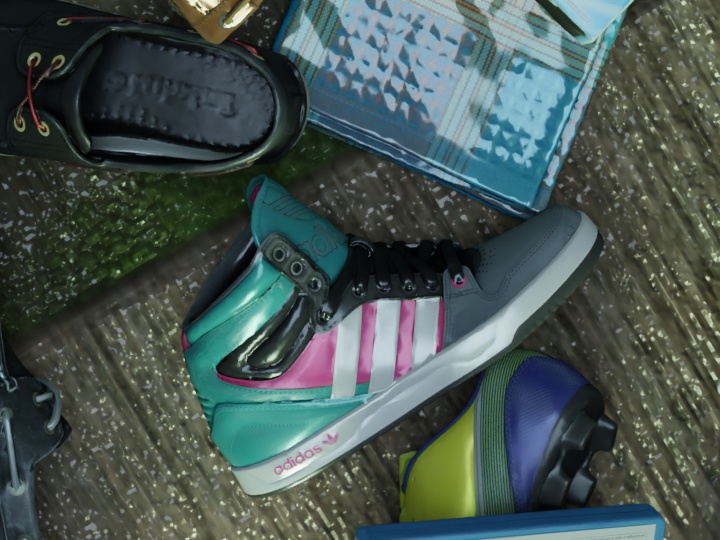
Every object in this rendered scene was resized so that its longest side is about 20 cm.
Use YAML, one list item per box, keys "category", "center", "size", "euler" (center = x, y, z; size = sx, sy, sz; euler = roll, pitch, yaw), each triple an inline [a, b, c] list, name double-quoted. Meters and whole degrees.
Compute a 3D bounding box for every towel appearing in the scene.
- category: "towel"
  center: [0.054, -0.140, 1.133]
  size: [0.146, 0.022, 0.200]
  euler: [23, 91, -5]

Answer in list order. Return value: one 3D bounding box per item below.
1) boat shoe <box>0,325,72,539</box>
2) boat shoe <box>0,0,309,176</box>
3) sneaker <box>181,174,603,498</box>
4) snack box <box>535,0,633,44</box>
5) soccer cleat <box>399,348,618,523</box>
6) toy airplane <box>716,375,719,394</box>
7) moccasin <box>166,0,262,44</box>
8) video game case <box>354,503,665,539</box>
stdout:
- category: "boat shoe"
  center: [-0.167, 0.071, 1.112]
  size: [0.071, 0.072, 0.200]
  euler: [-2, 103, -12]
- category: "boat shoe"
  center: [-0.124, -0.083, 1.097]
  size: [0.201, 0.063, 0.074]
  euler: [7, 95, 7]
- category: "sneaker"
  center: [0.000, 0.000, 1.108]
  size: [0.200, 0.084, 0.121]
  euler: [-34, 104, 0]
- category: "snack box"
  center: [0.071, -0.213, 1.105]
  size: [0.200, 0.037, 0.116]
  euler: [44, 87, -3]
- category: "soccer cleat"
  center: [0.043, 0.127, 1.134]
  size: [0.084, 0.065, 0.200]
  euler: [30, 95, 25]
- category: "toy airplane"
  center: [0.249, 0.077, 1.051]
  size: [0.200, 0.199, 0.141]
  euler: [19, 50, 30]
- category: "moccasin"
  center: [-0.003, -0.177, 1.050]
  size: [0.201, 0.074, 0.078]
  euler: [-43, 107, -2]
- category: "video game case"
  center: [0.057, 0.202, 1.101]
  size: [0.143, 0.018, 0.200]
  euler: [-3, 111, -21]
